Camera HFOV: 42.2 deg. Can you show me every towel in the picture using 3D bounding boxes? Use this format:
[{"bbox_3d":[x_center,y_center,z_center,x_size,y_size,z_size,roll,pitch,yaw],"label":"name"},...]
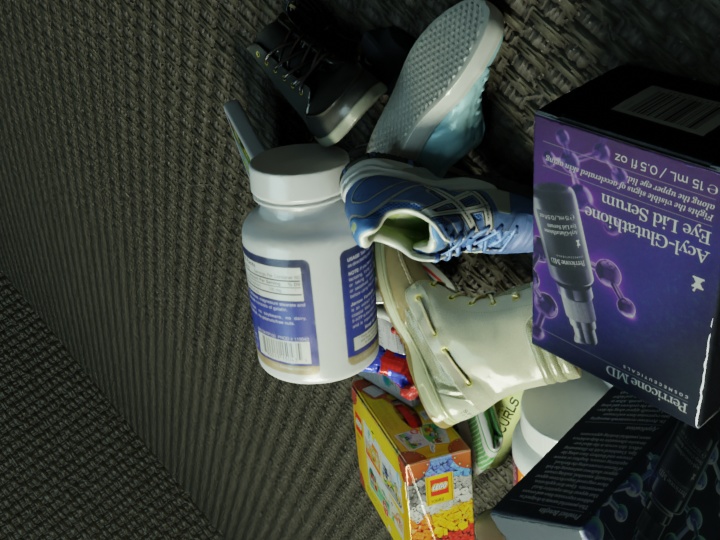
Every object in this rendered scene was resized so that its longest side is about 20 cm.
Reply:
[{"bbox_3d":[0.107,0.163,1.067,0.200,0.023,0.153,115,142,-62],"label":"towel"}]

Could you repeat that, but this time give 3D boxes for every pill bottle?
[{"bbox_3d":[0.205,0.195,0.919,0.109,0.109,0.200,31,146,37],"label":"pill bottle"},{"bbox_3d":[-0.047,-0.008,0.864,0.120,0.119,0.201,23,126,45],"label":"pill bottle"}]

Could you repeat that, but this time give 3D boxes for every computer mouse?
[{"bbox_3d":[-0.007,-0.206,0.861,0.200,0.034,0.059,35,149,33],"label":"computer mouse"}]

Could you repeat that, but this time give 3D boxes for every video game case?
[{"bbox_3d":[-0.090,-0.064,1.040,0.183,0.022,0.200,76,167,-54],"label":"video game case"}]

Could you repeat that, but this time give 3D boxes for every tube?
[{"bbox_3d":[0.154,0.145,1.014,0.058,0.052,0.200,13,140,3],"label":"tube"}]

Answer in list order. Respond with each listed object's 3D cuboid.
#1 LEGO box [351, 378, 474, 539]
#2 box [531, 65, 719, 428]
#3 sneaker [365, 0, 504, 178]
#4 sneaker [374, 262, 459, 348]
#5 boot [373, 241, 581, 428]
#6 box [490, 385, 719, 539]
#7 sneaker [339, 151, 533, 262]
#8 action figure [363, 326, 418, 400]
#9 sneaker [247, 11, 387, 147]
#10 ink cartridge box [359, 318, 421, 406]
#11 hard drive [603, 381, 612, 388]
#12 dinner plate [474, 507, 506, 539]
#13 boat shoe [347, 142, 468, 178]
[{"bbox_3d":[0.059,0.231,1.097,0.200,0.077,0.149,-132,34,-63],"label":"LEGO box"},{"bbox_3d":[0.206,-0.019,0.640,0.148,0.104,0.201,27,135,41],"label":"box"},{"bbox_3d":[0.076,-0.142,0.786,0.200,0.082,0.074,-53,45,44],"label":"sneaker"},{"bbox_3d":[0.000,0.000,0.963,0.200,0.093,0.070,36,164,6],"label":"sneaker"},{"bbox_3d":[0.106,0.029,0.865,0.154,0.072,0.201,-24,80,23],"label":"boot"},{"bbox_3d":[0.227,0.183,0.712,0.149,0.200,0.107,57,153,-10],"label":"box"},{"bbox_3d":[0.078,-0.037,0.784,0.199,0.077,0.076,8,140,-10],"label":"sneaker"},{"bbox_3d":[0.010,0.087,0.998,0.199,0.065,0.099,20,161,-1],"label":"action figure"},{"bbox_3d":[-0.049,-0.177,0.844,0.106,0.075,0.200,45,177,-19],"label":"sneaker"},{"bbox_3d":[0.008,0.074,1.136,0.200,0.042,0.120,22,127,50],"label":"ink cartridge box"},{"bbox_3d":[0.282,0.112,0.788,0.200,0.026,0.132,48,153,10],"label":"hard drive"},{"bbox_3d":[0.217,0.312,1.003,0.200,0.200,0.024,34,106,33],"label":"dinner plate"},{"bbox_3d":[0.031,-0.082,0.923,0.200,0.057,0.067,19,138,48],"label":"boat shoe"}]
